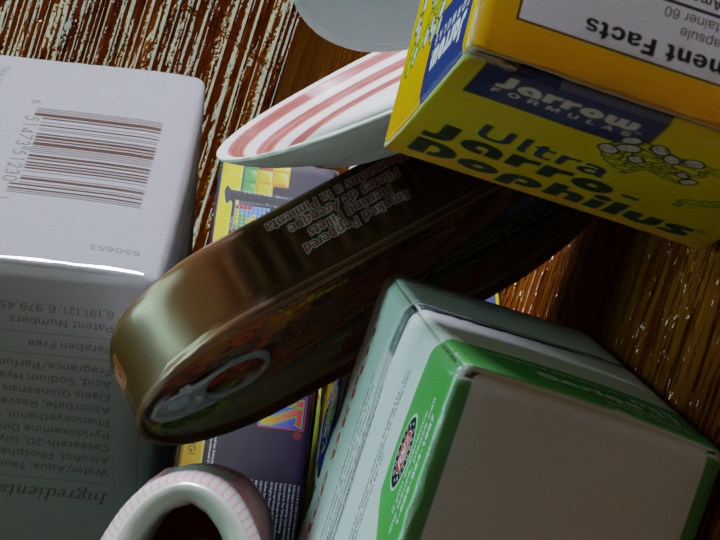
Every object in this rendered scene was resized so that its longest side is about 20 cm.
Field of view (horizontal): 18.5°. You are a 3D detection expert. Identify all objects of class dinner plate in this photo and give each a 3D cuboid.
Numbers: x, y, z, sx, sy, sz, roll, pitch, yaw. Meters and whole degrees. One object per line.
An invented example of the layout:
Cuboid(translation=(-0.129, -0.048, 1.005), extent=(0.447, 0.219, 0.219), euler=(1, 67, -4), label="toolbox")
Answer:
Cuboid(translation=(0.043, -0.075, 0.790), extent=(0.200, 0.200, 0.024), euler=(-122, 7, -81), label="dinner plate")

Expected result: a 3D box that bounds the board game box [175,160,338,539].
Cuboid(translation=(-0.050, 0.078, 0.974), extent=(0.165, 0.057, 0.201), euler=(97, 179, -63), label="board game box")

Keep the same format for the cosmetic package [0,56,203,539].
Cuboid(translation=(-0.162, 0.033, 0.952), extent=(0.168, 0.166, 0.201), euler=(-85, 2, -57), label="cosmetic package")

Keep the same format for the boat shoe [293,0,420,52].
Cuboid(translation=(0.065, -0.148, 0.794), extent=(0.200, 0.072, 0.066), euler=(-36, 4, 16), label="boat shoe")

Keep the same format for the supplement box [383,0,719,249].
Cuboid(translation=(0.091, -0.124, 0.649), extent=(0.110, 0.109, 0.201), euler=(136, 151, -74), label="supplement box")

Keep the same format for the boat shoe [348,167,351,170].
Cuboid(translation=(0.039, -0.074, 1.164), extent=(0.067, 0.074, 0.200), euler=(-40, 19, 19), label="boat shoe")

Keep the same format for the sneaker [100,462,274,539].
Cuboid(translation=(-0.072, 0.163, 0.762), extent=(0.105, 0.075, 0.201), euler=(94, -175, -81), label="sneaker")

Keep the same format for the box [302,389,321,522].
Cuboid(translation=(-0.001, 0.111, 1.042), extent=(0.200, 0.050, 0.075), euler=(-109, 34, -78), label="box")

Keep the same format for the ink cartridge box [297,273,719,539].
Cuboid(translation=(0.033, 0.090, 0.700), extent=(0.200, 0.083, 0.147), euler=(-119, 47, -80), label="ink cartridge box")

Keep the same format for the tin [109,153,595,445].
Cuboid(translation=(0.000, 0.000, 0.817), extent=(0.042, 0.200, 0.112), euler=(59, 172, 23), label="tin")

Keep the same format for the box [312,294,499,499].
Cuboid(translation=(0.021, 0.043, 0.943), extent=(0.200, 0.070, 0.064), euler=(-87, 12, -64), label="box")
